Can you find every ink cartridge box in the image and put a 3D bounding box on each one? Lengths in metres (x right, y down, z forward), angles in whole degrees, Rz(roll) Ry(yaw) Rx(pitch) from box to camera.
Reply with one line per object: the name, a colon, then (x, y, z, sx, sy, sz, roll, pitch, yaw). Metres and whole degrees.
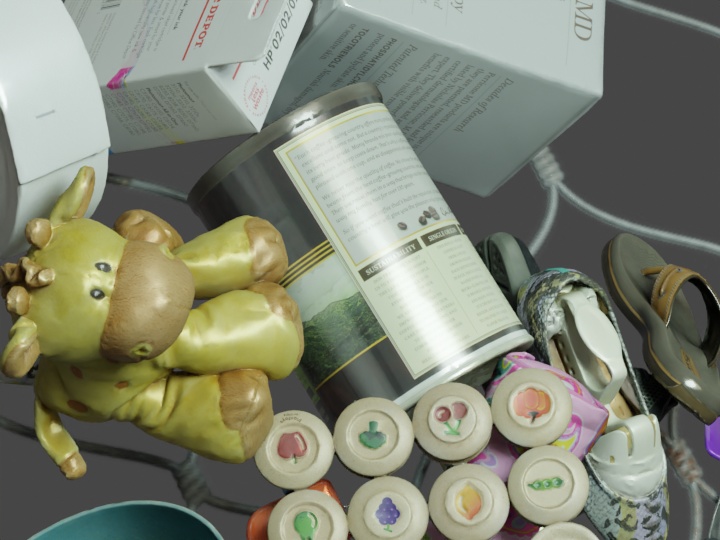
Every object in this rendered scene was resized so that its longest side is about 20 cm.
ink cartridge box: (-0.109, -0.144, 1.738, 0.068, 0.199, 0.115, 51, 47, -38)

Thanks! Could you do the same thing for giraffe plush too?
giraffe plush: (-0.145, 0.021, 1.608, 0.199, 0.162, 0.173, -14, 65, 5)

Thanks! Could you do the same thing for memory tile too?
memory tile: (0.041, 0.144, 1.633, 0.199, 0.017, 0.154, -10, 72, 0)

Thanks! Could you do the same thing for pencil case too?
pencil case: (0.080, 0.152, 1.706, 0.087, 0.087, 0.200, 27, 95, -13)

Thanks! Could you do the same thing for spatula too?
spatula: (0.252, 0.173, 1.876, 0.056, 0.021, 0.201, 22, 59, -10)

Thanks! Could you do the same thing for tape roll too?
tape roll: (-0.241, -0.104, 1.650, 0.071, 0.202, 0.203, -25, 79, -35)

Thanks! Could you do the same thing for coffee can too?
coffee can: (0.000, 0.000, 1.756, 0.146, 0.146, 0.200, -26, 79, -34)

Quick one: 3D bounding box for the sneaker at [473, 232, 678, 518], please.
sneaker: (0.143, 0.065, 1.844, 0.114, 0.076, 0.200, -14, 76, -34)

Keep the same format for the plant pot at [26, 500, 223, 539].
plant pot: (-0.134, 0.253, 1.554, 0.135, 0.200, 0.200, 60, 45, -36)

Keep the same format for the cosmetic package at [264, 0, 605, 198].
cosmetic package: (0.045, -0.180, 1.858, 0.199, 0.166, 0.168, 17, 59, -20)

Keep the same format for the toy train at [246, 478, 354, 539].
toy train: (-0.040, 0.223, 1.647, 0.150, 0.056, 0.201, -19, 76, -6)

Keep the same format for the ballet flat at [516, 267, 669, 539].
ballet flat: (0.158, 0.090, 1.762, 0.072, 0.072, 0.201, -17, 83, -33)

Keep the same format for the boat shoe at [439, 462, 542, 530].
boat shoe: (0.105, 0.198, 1.770, 0.076, 0.072, 0.201, -21, 78, -3)

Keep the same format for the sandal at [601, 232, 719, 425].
sandal: (0.220, 0.031, 1.867, 0.082, 0.055, 0.200, 36, 19, -22)
